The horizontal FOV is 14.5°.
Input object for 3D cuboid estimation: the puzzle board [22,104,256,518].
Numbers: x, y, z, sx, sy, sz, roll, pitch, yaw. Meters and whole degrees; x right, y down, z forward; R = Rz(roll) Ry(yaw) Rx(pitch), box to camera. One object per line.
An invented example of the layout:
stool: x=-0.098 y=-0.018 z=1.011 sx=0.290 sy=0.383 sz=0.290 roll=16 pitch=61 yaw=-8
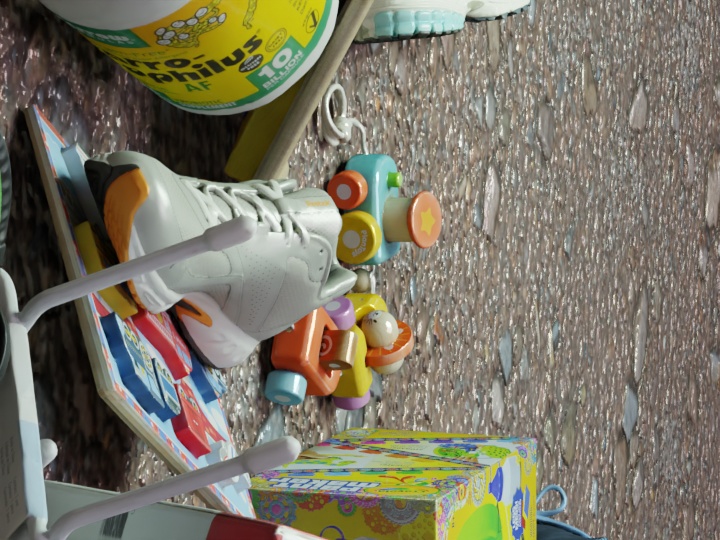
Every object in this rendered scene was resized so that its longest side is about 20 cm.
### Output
puzzle board: x=-0.096 y=0.027 z=1.311 sx=0.200 sy=0.017 sz=0.152 roll=56 pitch=14 yaw=-60

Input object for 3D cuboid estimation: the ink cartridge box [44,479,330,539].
ink cartridge box: x=-0.077 y=0.172 z=1.157 sx=0.083 sy=0.199 sz=0.145 roll=21 pitch=80 yaw=-35

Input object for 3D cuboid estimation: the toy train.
toy train: x=0.000 y=0.000 z=1.628 sx=0.150 sy=0.055 sz=0.201 roll=61 pitch=36 yaw=-57

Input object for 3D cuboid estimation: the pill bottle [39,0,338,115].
pill bottle: x=-0.090 y=-0.149 z=1.260 sx=0.200 sy=0.112 sz=0.114 roll=39 pitch=55 yaw=-67

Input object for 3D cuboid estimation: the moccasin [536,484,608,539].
moccasin: x=0.081 y=0.170 z=1.743 sx=0.080 sy=0.199 sz=0.069 roll=-2 pitch=84 yaw=-35

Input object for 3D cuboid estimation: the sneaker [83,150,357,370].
sneaker: x=-0.060 y=-0.021 z=1.295 sx=0.200 sy=0.092 sz=0.076 roll=46 pitch=20 yaw=-70

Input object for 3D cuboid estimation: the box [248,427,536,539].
box: x=0.017 y=0.205 z=1.600 sx=0.192 sy=0.121 sz=0.202 roll=-20 pitch=111 yaw=-69

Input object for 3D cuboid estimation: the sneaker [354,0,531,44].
sneaker: x=0.052 y=-0.193 z=1.733 sx=0.200 sy=0.077 sz=0.087 roll=-32 pitch=119 yaw=-68

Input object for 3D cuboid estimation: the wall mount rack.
wall mount rack: x=-0.107 y=0.068 z=1.120 sx=0.074 sy=0.174 sz=0.201 roll=18 pitch=40 yaw=-31

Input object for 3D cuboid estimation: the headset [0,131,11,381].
headset: x=-0.170 y=0.036 z=1.073 sx=0.123 sy=0.093 sz=0.201 roll=-13 pitch=121 yaw=-70

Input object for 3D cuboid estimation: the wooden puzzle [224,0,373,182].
wooden puzzle: x=-0.024 y=-0.116 z=1.436 sx=0.185 sy=0.037 sz=0.201 roll=-79 pitch=-168 yaw=-69
